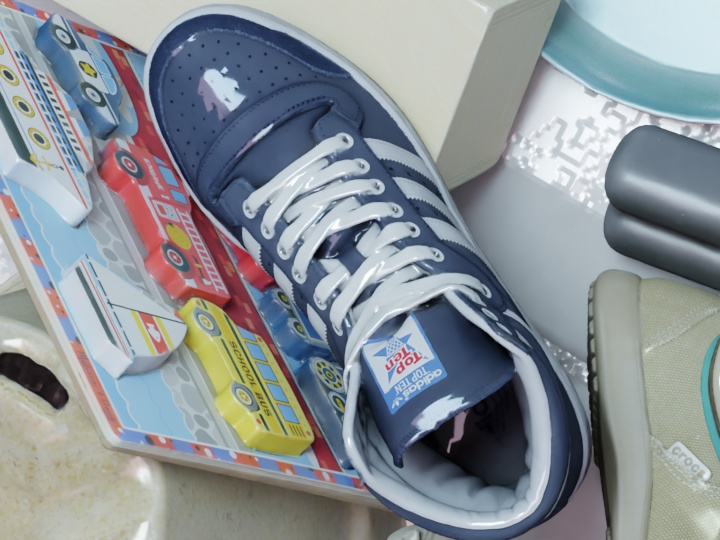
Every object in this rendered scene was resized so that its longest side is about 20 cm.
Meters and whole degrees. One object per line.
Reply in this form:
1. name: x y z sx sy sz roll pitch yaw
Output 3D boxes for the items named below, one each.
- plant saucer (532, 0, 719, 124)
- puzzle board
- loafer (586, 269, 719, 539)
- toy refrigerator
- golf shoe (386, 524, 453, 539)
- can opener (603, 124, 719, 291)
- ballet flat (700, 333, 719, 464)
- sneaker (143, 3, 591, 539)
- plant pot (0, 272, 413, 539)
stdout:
1. plant saucer: 0.127 -0.148 1.006 0.199 0.027 0.201 -1 87 16
2. puzzle board: -0.065 -0.013 0.963 0.017 0.150 0.201 -43 56 21
3. loafer: 0.112 0.087 0.954 0.068 0.076 0.201 -6 63 4
4. toy refrigerator: -0.035 -0.107 1.019 0.199 0.070 0.076 29 117 18
5. golf shoe: -0.008 0.173 0.998 0.078 0.097 0.201 14 97 -20
6. can opener: 0.181 -0.009 0.982 0.199 0.053 0.067 21 62 16
7. ballet flat: 0.169 0.091 0.923 0.069 0.070 0.201 -20 122 14
8. sneaker: 0.000 0.000 0.919 0.070 0.108 0.200 -39 90 9
9. plant pot: -0.097 0.083 0.982 0.199 0.183 0.202 0 88 16
